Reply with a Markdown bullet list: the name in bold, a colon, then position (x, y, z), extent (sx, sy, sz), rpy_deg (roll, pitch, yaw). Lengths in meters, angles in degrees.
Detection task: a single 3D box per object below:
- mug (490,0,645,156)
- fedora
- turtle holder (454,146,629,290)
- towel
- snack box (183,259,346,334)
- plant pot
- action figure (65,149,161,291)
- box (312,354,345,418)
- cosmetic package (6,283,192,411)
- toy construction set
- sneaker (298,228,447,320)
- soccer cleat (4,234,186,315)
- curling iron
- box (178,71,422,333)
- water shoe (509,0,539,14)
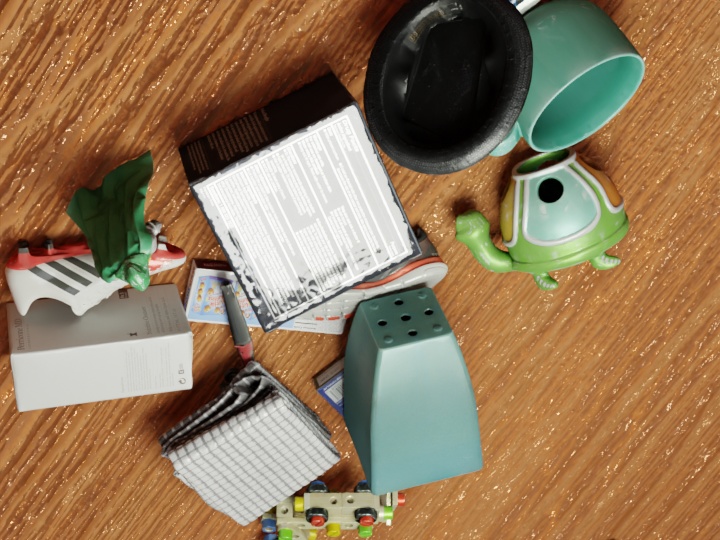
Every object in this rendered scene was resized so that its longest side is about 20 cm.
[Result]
- **mug**: position (0.204, -0.218, 1.540), extent (0.184, 0.115, 0.153), rpy_deg (-18, 153, -30)
- **fedora**: position (0.100, -0.191, 1.474), extent (0.200, 0.201, 0.091), rpy_deg (-43, 158, 11)
- **turtle holder**: position (0.217, -0.066, 1.663), extent (0.184, 0.141, 0.133), rpy_deg (-8, 115, 35)
- **towel**: position (-0.136, 0.211, 1.720), extent (0.165, 0.086, 0.200), rpy_deg (-32, 142, 6)
- **snack box**: position (-0.107, 0.032, 1.672), extent (0.198, 0.024, 0.073), rpy_deg (6, 119, -21)
- **plant pot**: position (0.058, 0.131, 1.662), extent (0.140, 0.142, 0.202), rpy_deg (-12, 129, -10)
- **action figure**: position (-0.247, -0.039, 1.480), extent (0.118, 0.201, 0.055), rpy_deg (-38, 124, 9)
- **box**: position (0.044, 0.167, 1.796), extent (0.121, 0.032, 0.200), rpy_deg (-37, 123, 7)
- **cosmetic package**: position (-0.295, 0.085, 1.595), extent (0.198, 0.113, 0.082), rpy_deg (-6, 122, -16)
- **toy construction set**: position (-0.032, 0.316, 1.818), extent (0.198, 0.093, 0.132), rpy_deg (-12, 147, -11)
- **sneaker**: position (0.000, 0.000, 1.659), extent (0.198, 0.083, 0.077), rpy_deg (-14, 160, -21)
- **soccer cleat**: position (-0.292, 0.006, 1.568), extent (0.198, 0.069, 0.086), rpy_deg (-4, 105, -9)
- **curling iron**: position (-0.147, 0.089, 1.670), extent (0.049, 0.026, 0.201), rpy_deg (-12, 136, -11)
- **box**: position (-0.066, -0.076, 1.551), extent (0.197, 0.123, 0.201), rpy_deg (-25, 118, -1)
- **water shoe**: position (0.148, -0.312, 1.514), extent (0.079, 0.072, 0.200), rpy_deg (37, 104, -30)
